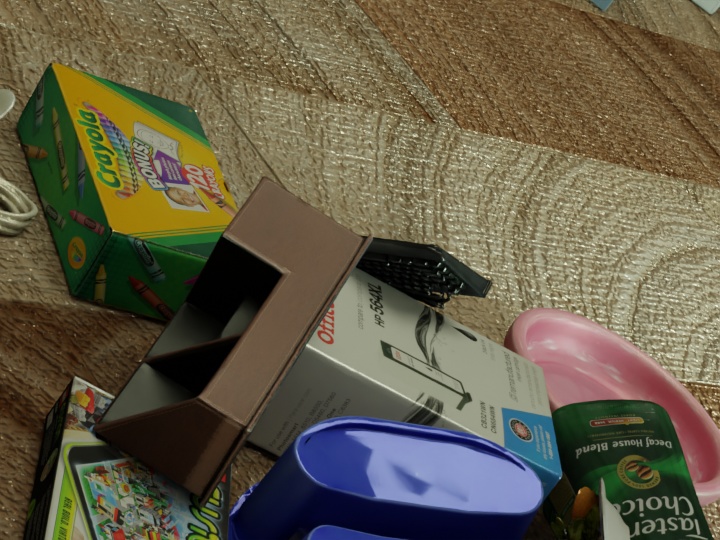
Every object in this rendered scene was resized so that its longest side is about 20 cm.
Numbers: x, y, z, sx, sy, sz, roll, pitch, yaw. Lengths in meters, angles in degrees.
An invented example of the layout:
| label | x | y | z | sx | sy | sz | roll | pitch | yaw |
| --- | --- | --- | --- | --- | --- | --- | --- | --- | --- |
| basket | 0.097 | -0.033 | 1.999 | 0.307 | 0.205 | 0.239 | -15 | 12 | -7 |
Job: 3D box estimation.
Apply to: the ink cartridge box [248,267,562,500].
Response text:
| label | x | y | z | sx | sy | sz | roll | pitch | yaw |
| --- | --- | --- | --- | --- | --- | --- | --- | --- | --- |
| ink cartridge box | 0.022 | 0.084 | 1.508 | 0.200 | 0.084 | 0.146 | 28 | 24 | -16 |

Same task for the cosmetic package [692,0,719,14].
| label | x | y | z | sx | sy | sz | roll | pitch | yaw |
| --- | --- | --- | --- | --- | --- | --- | --- | --- | --- |
| cosmetic package | 0.440 | -0.469 | 3.001 | 0.200 | 0.166 | 0.167 | 38 | 23 | 2 |

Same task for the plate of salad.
| label | x | y | z | sx | sy | sz | roll | pitch | yaw |
| --- | --- | --- | --- | --- | --- | --- | --- | --- | --- |
| plate of salad | 0.138 | 0.221 | 1.334 | 0.048 | 0.201 | 0.200 | -4 | 26 | 6 |

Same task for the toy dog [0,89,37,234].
| label | x | y | z | sx | sy | sz | roll | pitch | yaw |
| --- | --- | --- | --- | --- | --- | --- | --- | --- | --- |
| toy dog | -0.275 | -0.121 | 1.475 | 0.132 | 0.096 | 0.200 | 4 | 39 | -50 |

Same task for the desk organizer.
| label | x | y | z | sx | sy | sz | roll | pitch | yaw |
| --- | --- | --- | --- | --- | --- | --- | --- | --- | --- |
| desk organizer | -0.072 | 0.036 | 1.338 | 0.077 | 0.072 | 0.200 | 32 | 40 | 0 |

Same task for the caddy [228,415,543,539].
| label | x | y | z | sx | sy | sz | roll | pitch | yaw |
| --- | --- | --- | --- | --- | --- | --- | --- | --- | --- |
| caddy | 0.018 | 0.168 | 1.320 | 0.199 | 0.105 | 0.142 | 11 | 47 | -22 |

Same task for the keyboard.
| label | x | y | z | sx | sy | sz | roll | pitch | yaw |
| --- | --- | --- | --- | --- | --- | --- | --- | --- | --- |
| keyboard | 0.000 | 0.000 | 1.581 | 0.200 | 0.021 | 0.127 | 9 | -14 | 36 |

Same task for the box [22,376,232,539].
| label | x | y | z | sx | sy | sz | roll | pitch | yaw |
| --- | --- | --- | --- | --- | --- | --- | --- | --- | --- |
| box | -0.127 | 0.145 | 1.255 | 0.110 | 0.035 | 0.200 | 29 | 24 | -16 |

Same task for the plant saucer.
| label | x | y | z | sx | sy | sz | roll | pitch | yaw |
| --- | --- | --- | --- | --- | --- | --- | --- | --- | --- |
| plant saucer | 0.184 | 0.111 | 1.718 | 0.200 | 0.051 | 0.201 | 30 | 23 | -14 |

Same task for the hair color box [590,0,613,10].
| label | x | y | z | sx | sy | sz | roll | pitch | yaw |
| --- | --- | --- | --- | --- | --- | --- | --- | --- | --- |
| hair color box | 0.286 | -0.382 | 2.762 | 0.099 | 0.061 | 0.200 | 37 | 24 | 1 |

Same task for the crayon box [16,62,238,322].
| label | x | y | z | sx | sy | sz | roll | pitch | yaw |
| --- | --- | --- | --- | --- | --- | --- | --- | --- | --- |
| crayon box | -0.151 | -0.050 | 1.553 | 0.119 | 0.058 | 0.200 | 16 | 30 | -32 |

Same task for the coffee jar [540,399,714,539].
| label | x | y | z | sx | sy | sz | roll | pitch | yaw |
| --- | --- | --- | --- | --- | --- | --- | --- | --- | --- |
| coffee jar | 0.183 | 0.181 | 1.507 | 0.104 | 0.085 | 0.200 | -1 | 45 | -20 |
